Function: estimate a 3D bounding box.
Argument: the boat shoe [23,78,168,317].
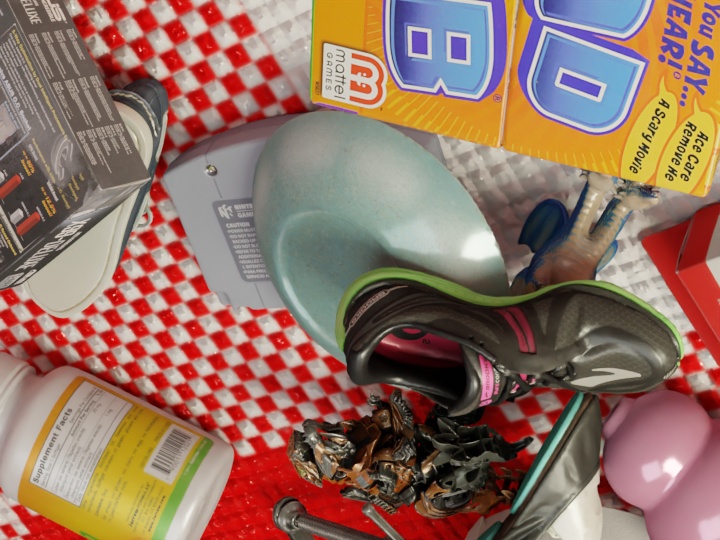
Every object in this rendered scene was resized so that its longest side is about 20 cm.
[{"bbox_3d":[-0.182,-0.049,1.089,0.074,0.062,0.201,29,129,5],"label":"boat shoe"}]

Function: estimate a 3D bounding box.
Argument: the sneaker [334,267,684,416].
[{"bbox_3d":[0.082,0.051,0.895,0.197,0.084,0.077,2,129,7],"label":"sneaker"}]

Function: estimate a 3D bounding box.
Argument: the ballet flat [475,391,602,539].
[{"bbox_3d":[0.113,0.172,1.032,0.068,0.068,0.201,35,106,3],"label":"ballet flat"}]

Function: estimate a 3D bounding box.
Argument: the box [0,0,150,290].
[{"bbox_3d":[-0.239,-0.107,1.028,0.157,0.050,0.201,-33,81,38],"label":"box"}]

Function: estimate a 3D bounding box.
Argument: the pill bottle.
[{"bbox_3d":[-0.206,0.142,1.212,0.198,0.111,0.112,25,131,5],"label":"pill bottle"}]

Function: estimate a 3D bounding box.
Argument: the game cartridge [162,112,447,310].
[{"bbox_3d":[-0.027,-0.039,1.044,0.198,0.041,0.134,-3,127,27],"label":"game cartridge"}]

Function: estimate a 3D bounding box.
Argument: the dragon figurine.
[{"bbox_3d":[0.123,-0.002,0.983,0.058,0.100,0.200,30,151,-4],"label":"dragon figurine"}]

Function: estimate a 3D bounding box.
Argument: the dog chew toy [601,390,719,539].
[{"bbox_3d":[0.239,0.154,1.013,0.199,0.125,0.125,37,132,5],"label":"dog chew toy"}]

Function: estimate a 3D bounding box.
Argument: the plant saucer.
[{"bbox_3d":[0.000,0.000,0.978,0.200,0.039,0.203,24,133,27],"label":"plant saucer"}]

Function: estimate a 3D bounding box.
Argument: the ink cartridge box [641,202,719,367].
[{"bbox_3d":[0.266,0.009,0.921,0.199,0.067,0.117,-22,113,36],"label":"ink cartridge box"}]

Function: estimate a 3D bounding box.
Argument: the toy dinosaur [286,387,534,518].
[{"bbox_3d":[0.054,0.124,1.097,0.198,0.103,0.136,-2,141,-29],"label":"toy dinosaur"}]

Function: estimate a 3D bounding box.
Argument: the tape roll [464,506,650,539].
[{"bbox_3d":[0.164,0.236,1.131,0.200,0.037,0.204,10,141,9],"label":"tape roll"}]

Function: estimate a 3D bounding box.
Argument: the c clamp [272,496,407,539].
[{"bbox_3d":[0.001,0.210,1.178,0.199,0.027,0.171,2,138,54],"label":"c clamp"}]

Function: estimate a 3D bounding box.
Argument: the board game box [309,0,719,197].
[{"bbox_3d":[0.103,-0.192,0.756,0.198,0.200,0.202,14,129,14],"label":"board game box"}]
